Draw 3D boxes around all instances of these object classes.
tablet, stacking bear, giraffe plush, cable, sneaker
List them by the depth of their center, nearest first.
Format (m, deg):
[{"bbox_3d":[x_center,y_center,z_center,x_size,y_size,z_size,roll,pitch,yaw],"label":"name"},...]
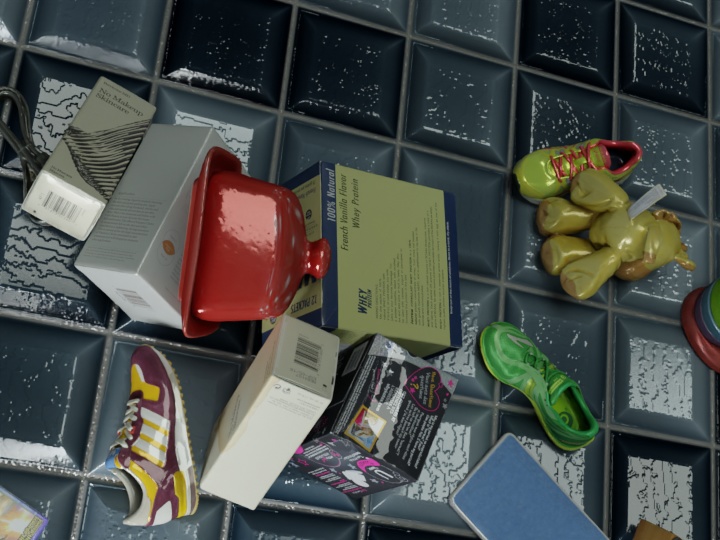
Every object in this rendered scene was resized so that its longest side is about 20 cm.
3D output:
[{"bbox_3d":[-0.243,0.182,1.263,0.090,0.075,0.200,-9,76,-29],"label":"sneaker"},{"bbox_3d":[-0.382,-0.123,1.339,0.097,0.050,0.200,-42,79,-15],"label":"cable"},{"bbox_3d":[0.214,0.317,1.428,0.200,0.014,0.130,47,64,0],"label":"tablet"},{"bbox_3d":[0.236,0.140,1.454,0.074,0.084,0.200,-42,90,-26],"label":"sneaker"},{"bbox_3d":[0.536,0.047,1.533,0.114,0.200,0.122,39,64,-5],"label":"stacking bear"},{"bbox_3d":[0.361,-0.045,1.535,0.162,0.200,0.173,15,62,-47],"label":"giraffe plush"},{"bbox_3d":[0.301,-0.148,1.568,0.200,0.090,0.078,-14,80,-23],"label":"sneaker"}]

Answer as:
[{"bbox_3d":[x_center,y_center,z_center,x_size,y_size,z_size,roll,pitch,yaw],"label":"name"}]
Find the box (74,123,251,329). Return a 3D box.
[{"bbox_3d":[-0.217,-0.052,1.305,0.124,0.097,0.200,55,51,-48],"label":"box"}]

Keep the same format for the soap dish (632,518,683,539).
[{"bbox_3d":[0.416,0.431,1.430,0.200,0.081,0.158,34,64,-9],"label":"soap dish"}]

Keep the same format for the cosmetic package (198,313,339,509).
[{"bbox_3d":[-0.100,0.156,1.243,0.073,0.200,0.104,25,34,-14],"label":"cosmetic package"}]

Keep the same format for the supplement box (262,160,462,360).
[{"bbox_3d":[0.000,0.000,1.357,0.199,0.134,0.201,10,69,-33],"label":"supplement box"}]

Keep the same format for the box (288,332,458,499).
[{"bbox_3d":[0.007,0.170,1.291,0.115,0.200,0.132,31,65,-11],"label":"box"}]

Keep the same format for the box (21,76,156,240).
[{"bbox_3d":[-0.306,-0.131,1.297,0.082,0.068,0.200,29,39,-15],"label":"box"}]

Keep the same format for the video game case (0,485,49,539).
[{"bbox_3d":[-0.454,0.290,1.163,0.181,0.045,0.200,36,65,-5],"label":"video game case"}]

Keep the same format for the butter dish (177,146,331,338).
[{"bbox_3d":[-0.105,-0.021,1.219,0.147,0.200,0.200,9,90,3],"label":"butter dish"}]
